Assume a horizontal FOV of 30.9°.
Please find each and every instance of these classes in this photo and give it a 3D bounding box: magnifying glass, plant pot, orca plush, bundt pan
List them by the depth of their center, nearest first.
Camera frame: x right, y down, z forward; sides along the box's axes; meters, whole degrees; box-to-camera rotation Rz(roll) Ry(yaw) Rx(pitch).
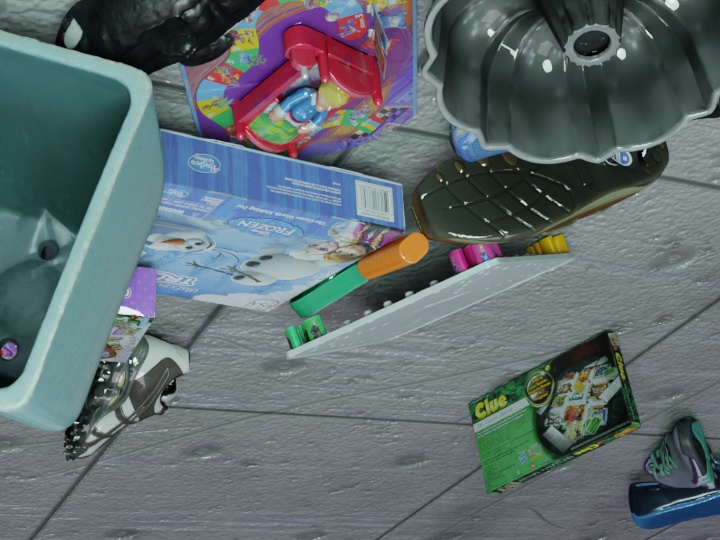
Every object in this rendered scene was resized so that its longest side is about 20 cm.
[{"bbox_3d":[-0.088,-0.141,0.740,0.197,0.072,0.106,-13,142,6],"label":"orca plush"},{"bbox_3d":[0.131,-0.158,0.766,0.199,0.077,0.203,-2,143,-1],"label":"bundt pan"},{"bbox_3d":[-0.224,-0.012,0.780,0.193,0.199,0.200,16,163,9],"label":"plant pot"},{"bbox_3d":[0.000,0.000,1.009,0.079,0.022,0.200,-41,-174,-24],"label":"magnifying glass"}]

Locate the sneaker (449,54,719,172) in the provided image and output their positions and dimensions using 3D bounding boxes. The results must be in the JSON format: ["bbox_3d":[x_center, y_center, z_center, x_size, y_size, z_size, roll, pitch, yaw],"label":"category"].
[{"bbox_3d":[0.154,-0.109,0.874,0.197,0.090,0.079,-17,152,17],"label":"sneaker"}]

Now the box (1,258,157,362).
[{"bbox_3d":[-0.236,0.033,1.000,0.135,0.040,0.200,4,165,-16],"label":"box"}]

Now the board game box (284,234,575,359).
[{"bbox_3d":[0.059,0.019,1.079,0.198,0.026,0.199,-25,171,26],"label":"board game box"}]

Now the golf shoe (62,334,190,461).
[{"bbox_3d":[-0.219,0.123,1.199,0.093,0.079,0.200,6,150,-27],"label":"golf shoe"}]

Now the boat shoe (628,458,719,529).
[{"bbox_3d":[0.456,0.286,1.741,0.197,0.069,0.085,-10,144,-1],"label":"boat shoe"}]

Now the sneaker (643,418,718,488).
[{"bbox_3d":[0.394,0.242,1.631,0.086,0.075,0.200,-13,153,16],"label":"sneaker"}]

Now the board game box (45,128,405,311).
[{"bbox_3d":[-0.103,-0.028,0.959,0.198,0.044,0.198,10,157,-33],"label":"board game box"}]

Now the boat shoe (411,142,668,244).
[{"bbox_3d":[0.132,-0.057,0.963,0.197,0.077,0.074,-14,164,-15],"label":"boat shoe"}]

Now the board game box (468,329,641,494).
[{"bbox_3d":[0.198,0.151,1.359,0.023,0.106,0.199,12,146,-42],"label":"board game box"}]

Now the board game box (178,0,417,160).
[{"bbox_3d":[-0.036,-0.114,0.854,0.155,0.039,0.201,-9,152,-2],"label":"board game box"}]
